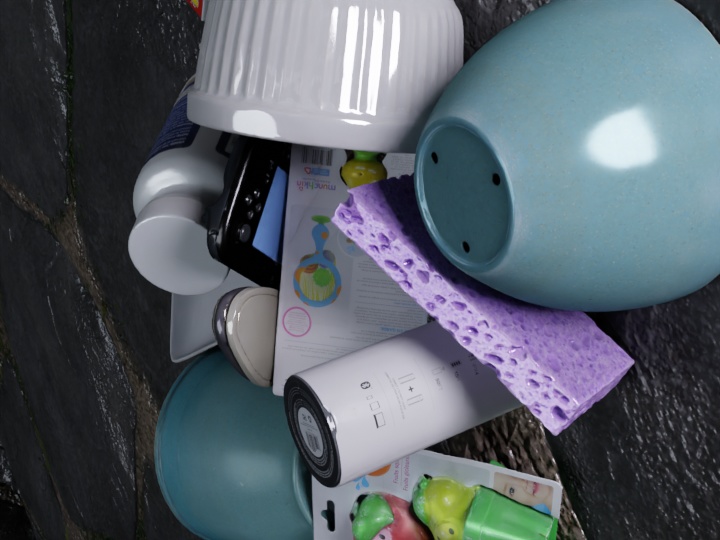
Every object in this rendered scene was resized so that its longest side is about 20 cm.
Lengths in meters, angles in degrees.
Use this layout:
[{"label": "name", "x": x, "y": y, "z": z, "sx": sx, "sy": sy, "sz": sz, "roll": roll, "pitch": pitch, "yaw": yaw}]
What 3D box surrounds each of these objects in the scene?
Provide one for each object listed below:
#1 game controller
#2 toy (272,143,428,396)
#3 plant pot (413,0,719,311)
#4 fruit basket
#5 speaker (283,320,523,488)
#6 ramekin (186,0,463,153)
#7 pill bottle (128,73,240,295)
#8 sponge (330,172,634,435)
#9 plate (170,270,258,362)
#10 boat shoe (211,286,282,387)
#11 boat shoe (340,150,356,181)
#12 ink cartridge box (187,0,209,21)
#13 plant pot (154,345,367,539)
[{"label": "game controller", "x": -0.061, "y": -0.037, "z": 0.859, "sx": 0.042, "sy": 0.200, "sz": 0.105, "roll": 23, "pitch": 84, "yaw": 20}, {"label": "toy", "x": 0.000, "y": 0.000, "z": 0.840, "sx": 0.114, "sy": 0.047, "sz": 0.202, "roll": 7, "pitch": 102, "yaw": 12}, {"label": "plant pot", "x": 0.112, "y": -0.059, "z": 0.661, "sx": 0.200, "sy": 0.134, "sz": 0.201, "roll": 34, "pitch": 133, "yaw": 46}, {"label": "fruit basket", "x": 0.052, "y": 0.220, "z": 0.870, "sx": 0.199, "sy": 0.094, "sz": 0.186, "roll": 8, "pitch": 119, "yaw": 12}, {"label": "speaker", "x": 0.052, "y": 0.077, "z": 0.768, "sx": 0.081, "sy": 0.199, "sz": 0.082, "roll": 44, "pitch": 144, "yaw": 44}, {"label": "ramekin", "x": -0.020, "y": -0.149, "z": 0.777, "sx": 0.200, "sy": 0.199, "sz": 0.106, "roll": 24, "pitch": 112, "yaw": 52}, {"label": "pill bottle", "x": -0.124, "y": -0.076, "z": 0.924, "sx": 0.201, "sy": 0.110, "sz": 0.111, "roll": -76, "pitch": 1, "yaw": -47}, {"label": "sponge", "x": 0.082, "y": 0.013, "z": 0.724, "sx": 0.200, "sy": 0.111, "sz": 0.030, "roll": 44, "pitch": 120, "yaw": 16}, {"label": "plate", "x": -0.111, "y": -0.026, "z": 1.051, "sx": 0.199, "sy": 0.032, "sz": 0.201, "roll": -22, "pitch": 62, "yaw": 41}, {"label": "boat shoe", "x": -0.089, "y": 0.054, "z": 0.879, "sx": 0.200, "sy": 0.062, "sz": 0.073, "roll": 46, "pitch": -125, "yaw": -73}, {"label": "boat shoe", "x": -0.045, "y": -0.168, "z": 0.925, "sx": 0.072, "sy": 0.072, "sz": 0.201, "roll": 10, "pitch": 114, "yaw": 57}, {"label": "ink cartridge box", "x": -0.141, "y": -0.353, "z": 0.975, "sx": 0.200, "sy": 0.083, "sz": 0.176, "roll": 51, "pitch": 143, "yaw": 34}, {"label": "plant pot", "x": -0.056, "y": 0.165, "z": 1.015, "sx": 0.187, "sy": 0.199, "sz": 0.201, "roll": -3, "pitch": 103, "yaw": 51}]
